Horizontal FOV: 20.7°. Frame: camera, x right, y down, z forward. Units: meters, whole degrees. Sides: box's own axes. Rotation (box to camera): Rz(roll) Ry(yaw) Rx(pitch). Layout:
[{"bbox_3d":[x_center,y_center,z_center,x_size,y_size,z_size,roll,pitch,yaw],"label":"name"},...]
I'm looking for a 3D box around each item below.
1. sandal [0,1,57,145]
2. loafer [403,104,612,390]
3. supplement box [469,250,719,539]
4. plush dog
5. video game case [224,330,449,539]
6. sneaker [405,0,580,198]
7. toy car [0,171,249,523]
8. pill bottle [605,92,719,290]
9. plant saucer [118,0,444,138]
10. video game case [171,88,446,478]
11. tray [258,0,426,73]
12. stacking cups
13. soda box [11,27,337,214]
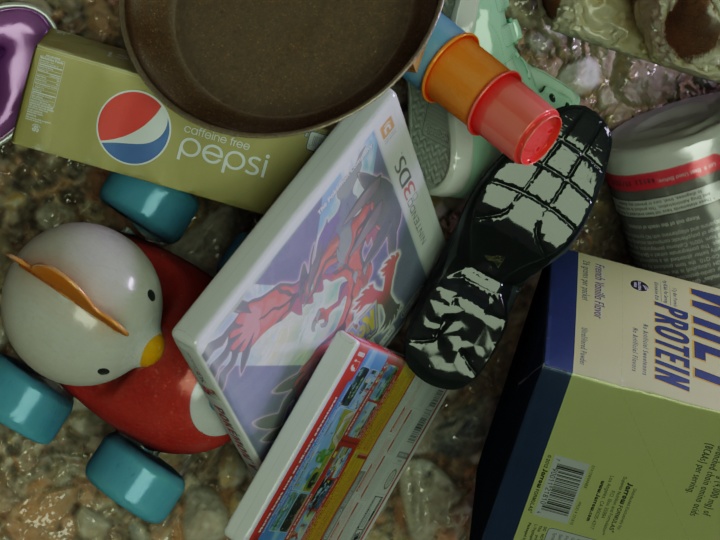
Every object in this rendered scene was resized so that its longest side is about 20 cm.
[{"bbox_3d":[-0.269,-0.092,1.214,0.202,0.050,0.083,-33,110,-9],"label":"sandal"},{"bbox_3d":[0.089,-0.022,1.265,0.072,0.072,0.201,34,99,-8],"label":"loafer"},{"bbox_3d":[0.189,0.122,1.281,0.198,0.135,0.201,14,125,-2],"label":"supplement box"},{"bbox_3d":[0.233,-0.212,1.270,0.159,0.200,0.173,13,98,-33],"label":"plush dog"},{"bbox_3d":[-0.009,0.117,1.272,0.017,0.200,0.144,31,92,22],"label":"video game case"},{"bbox_3d":[0.089,-0.147,1.303,0.117,0.073,0.203,2,88,-37],"label":"sneaker"},{"bbox_3d":[-0.144,0.034,1.176,0.176,0.200,0.185,33,87,9],"label":"toy car"},{"bbox_3d":[0.241,-0.010,1.344,0.110,0.111,0.202,-22,106,-10],"label":"pill bottle"},{"bbox_3d":[-0.043,-0.164,1.166,0.198,0.037,0.202,-4,69,11],"label":"plant saucer"},{"bbox_3d":[-0.022,0.014,1.201,0.200,0.023,0.183,-52,149,-19],"label":"video game case"},{"bbox_3d":[0.017,-0.226,1.216,0.098,0.037,0.202,14,74,17],"label":"tray"},{"bbox_3d":[0.039,-0.137,1.221,0.060,0.200,0.061,-34,149,-24],"label":"stacking cups"},{"bbox_3d":[-0.108,-0.087,1.209,0.198,0.068,0.065,17,104,-6],"label":"soda box"}]
